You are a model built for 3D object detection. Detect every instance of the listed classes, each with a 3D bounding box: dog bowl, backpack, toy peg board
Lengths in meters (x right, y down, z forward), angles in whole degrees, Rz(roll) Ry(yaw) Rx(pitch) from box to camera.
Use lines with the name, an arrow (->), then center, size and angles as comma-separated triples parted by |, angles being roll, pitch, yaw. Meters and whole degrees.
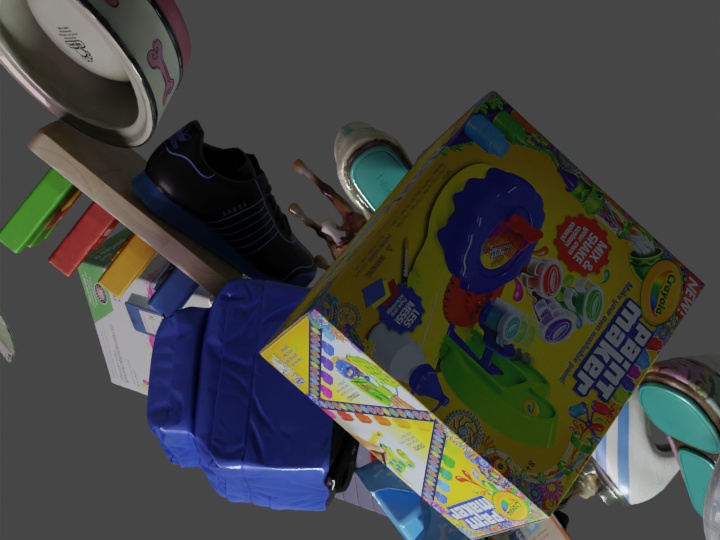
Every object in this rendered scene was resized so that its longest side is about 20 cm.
dog bowl -> 0.066, 0.214, 1.197 | 0.112, 0.049, 0.200 | 57, 174, -38
dog bowl -> -0.217, -0.193, 1.171 | 0.200, 0.074, 0.200 | 31, 154, 17
backpack -> -0.077, 0.100, 1.196 | 0.167, 0.163, 0.200 | 9, 163, 6
toy peg board -> -0.204, -0.030, 1.280 | 0.199, 0.098, 0.200 | 39, -172, -7

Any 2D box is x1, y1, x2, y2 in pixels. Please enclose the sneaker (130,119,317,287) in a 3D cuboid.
sneaker -> -0.094, -0.050, 1.248 | 0.200, 0.078, 0.070 | 32, -162, -41

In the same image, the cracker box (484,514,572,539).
cracker box -> 0.088, 0.154, 1.199 | 0.200, 0.058, 0.134 | 54, 176, -11

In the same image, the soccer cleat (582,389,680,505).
soccer cleat -> 0.166, 0.077, 1.106 | 0.200, 0.086, 0.070 | 53, -172, -4

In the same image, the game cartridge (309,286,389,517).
game cartridge -> 0.009, 0.118, 1.321 | 0.129, 0.038, 0.201 | 13, 116, 52

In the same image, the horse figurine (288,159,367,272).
horse figurine -> 0.000, 0.000, 1.184 | 0.133, 0.050, 0.200 | 42, 165, 40

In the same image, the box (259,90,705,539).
box -> 0.079, 0.032, 0.982 | 0.192, 0.200, 0.122 | 41, 155, -5

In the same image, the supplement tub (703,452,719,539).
supplement tub -> 0.328, 0.162, 0.944 | 0.199, 0.123, 0.123 | 20, 149, 36

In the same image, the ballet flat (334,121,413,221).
ballet flat -> 0.043, -0.031, 1.116 | 0.200, 0.067, 0.062 | 59, 179, -29

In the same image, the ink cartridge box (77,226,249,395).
ink cartridge box -> -0.167, 0.051, 1.452 | 0.199, 0.087, 0.146 | 14, 126, 39

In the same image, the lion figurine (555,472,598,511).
lion figurine -> 0.124, 0.098, 1.208 | 0.200, 0.072, 0.123 | 49, 168, 14

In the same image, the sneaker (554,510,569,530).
sneaker -> 0.122, 0.174, 1.342 | 0.080, 0.074, 0.200 | -17, 120, 27

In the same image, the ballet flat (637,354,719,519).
ballet flat -> 0.240, 0.103, 1.027 | 0.069, 0.071, 0.200 | 22, 156, 40
